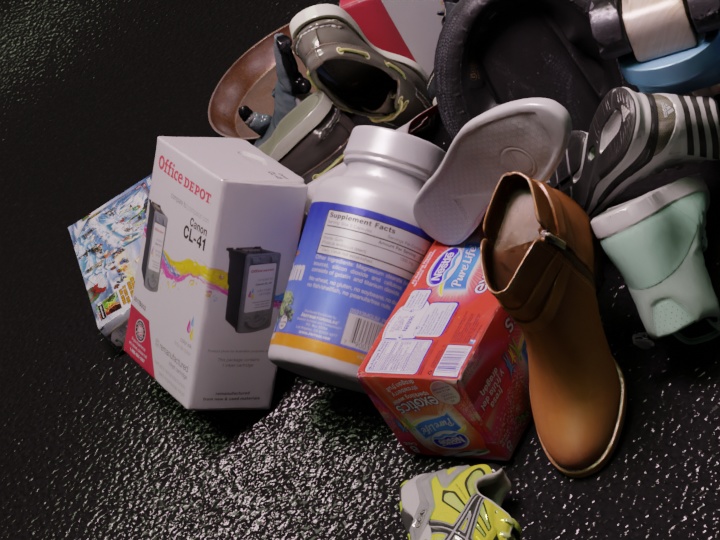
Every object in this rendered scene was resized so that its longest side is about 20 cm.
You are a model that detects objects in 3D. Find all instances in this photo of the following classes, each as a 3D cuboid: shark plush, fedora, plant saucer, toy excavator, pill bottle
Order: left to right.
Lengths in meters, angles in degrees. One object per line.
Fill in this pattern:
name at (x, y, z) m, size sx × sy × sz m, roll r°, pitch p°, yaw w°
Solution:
shark plush at (-0.077, -0.127, 1.750) m, size 0.083 × 0.200 × 0.091 m, roll 14°, pitch 60°, yaw 8°
plant saucer at (-0.061, -0.191, 1.937) m, size 0.200 × 0.035 × 0.201 m, roll -22°, pitch 35°, yaw 16°
pill bottle at (0.004, -0.008, 1.520) m, size 0.112 × 0.112 × 0.201 m, roll 7°, pitch 78°, yaw 44°
fedora at (0.159, -0.161, 1.615) m, size 0.200 × 0.201 × 0.092 m, roll -21°, pitch 8°, yaw 17°
toy excavator at (0.254, -0.179, 1.511) m, size 0.099 × 0.200 × 0.195 m, roll -14°, pitch 38°, yaw 17°

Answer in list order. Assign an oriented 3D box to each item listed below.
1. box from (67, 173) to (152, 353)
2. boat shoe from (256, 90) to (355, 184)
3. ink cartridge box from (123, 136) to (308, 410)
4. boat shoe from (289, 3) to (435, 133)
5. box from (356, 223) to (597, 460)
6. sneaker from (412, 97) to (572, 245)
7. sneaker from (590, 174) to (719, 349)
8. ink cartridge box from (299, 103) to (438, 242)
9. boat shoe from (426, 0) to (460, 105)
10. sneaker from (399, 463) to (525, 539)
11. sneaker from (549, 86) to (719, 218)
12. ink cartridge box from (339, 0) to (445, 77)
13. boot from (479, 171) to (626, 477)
box at (-0.202, -0.019, 1.831) m, size 0.137 × 0.040 × 0.200 m, roll -32°, pitch 34°, yaw 3°
boat shoe at (-0.084, -0.077, 1.710) m, size 0.201 × 0.061 × 0.072 m, roll -39°, pitch 21°, yaw 27°
ink cartridge box at (-0.124, 0.000, 1.604) m, size 0.085 × 0.201 × 0.148 m, roll 0°, pitch 18°, yaw -30°
boat shoe at (0.008, -0.168, 1.723) m, size 0.072 × 0.202 × 0.060 m, roll -29°, pitch 54°, yaw 22°
box at (0.095, 0.041, 1.463) m, size 0.099 × 0.096 × 0.200 m, roll 0°, pitch 45°, yaw 38°
sneaker at (0.112, -0.099, 1.419) m, size 0.099 × 0.071 × 0.200 m, roll -52°, pitch 4°, yaw -32°
sneaker at (0.234, -0.003, 1.433) m, size 0.074 × 0.119 × 0.200 m, roll -24°, pitch 0°, yaw 25°
ink cartridge box at (-0.001, -0.072, 1.678) m, size 0.200 × 0.050 × 0.161 m, roll -31°, pitch -3°, yaw -27°
boat shoe at (0.103, -0.235, 1.679) m, size 0.074 × 0.066 × 0.200 m, roll -34°, pitch -19°, yaw -54°
sneaker at (0.075, 0.200, 1.301) m, size 0.076 × 0.076 × 0.200 m, roll -26°, pitch 36°, yaw 11°
sneaker at (0.226, -0.083, 1.497) m, size 0.115 × 0.201 × 0.076 m, roll 0°, pitch 73°, yaw -15°
ink cartridge box at (0.103, -0.266, 1.795) m, size 0.199 × 0.145 × 0.146 m, roll -18°, pitch 37°, yaw 21°
boot at (0.129, 0.037, 1.343) m, size 0.073 × 0.155 × 0.201 m, roll -10°, pitch 70°, yaw 22°
